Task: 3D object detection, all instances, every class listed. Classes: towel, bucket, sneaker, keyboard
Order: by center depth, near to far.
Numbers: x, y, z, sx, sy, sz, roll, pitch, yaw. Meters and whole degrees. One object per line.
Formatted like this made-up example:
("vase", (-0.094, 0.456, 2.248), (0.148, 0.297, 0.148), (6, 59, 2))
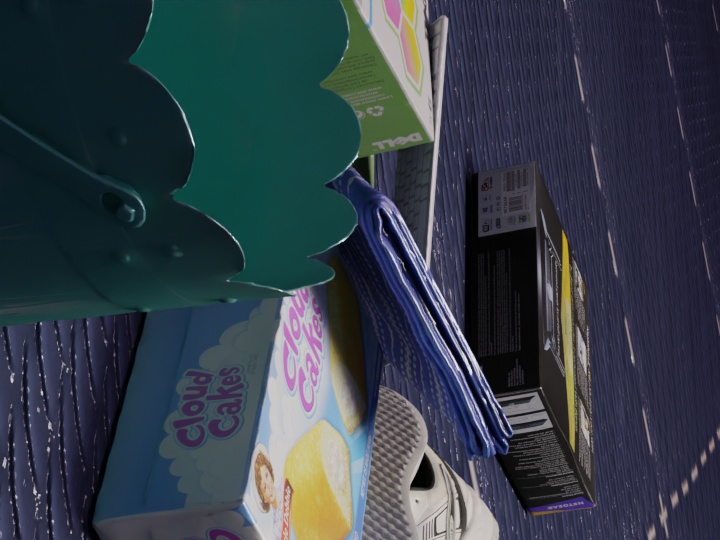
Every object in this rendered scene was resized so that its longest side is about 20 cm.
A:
("bucket", (-0.094, -0.077, 0.692), (0.207, 0.134, 0.209), (-11, 90, -74))
("towel", (0.000, 0.000, 0.973), (0.145, 0.024, 0.200), (63, -10, -25))
("sneaker", (-0.013, 0.123, 0.992), (0.200, 0.073, 0.082), (-82, -168, -65))
("sneaker", (0.015, 0.160, 1.050), (0.088, 0.075, 0.200), (55, 22, -21))
("keyboard", (0.032, -0.047, 1.199), (0.056, 0.011, 0.202), (141, -44, -68))

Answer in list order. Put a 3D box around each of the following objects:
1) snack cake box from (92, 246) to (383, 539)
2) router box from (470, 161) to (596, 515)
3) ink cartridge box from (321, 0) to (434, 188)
("snack cake box", (-0.045, 0.068, 0.883), (0.201, 0.067, 0.115), (-82, 156, -48))
("router box", (0.124, 0.049, 1.480), (0.158, 0.052, 0.201), (62, 24, -47))
("ink cartridge box", (0.000, -0.133, 1.169), (0.200, 0.059, 0.104), (56, 27, -54))
